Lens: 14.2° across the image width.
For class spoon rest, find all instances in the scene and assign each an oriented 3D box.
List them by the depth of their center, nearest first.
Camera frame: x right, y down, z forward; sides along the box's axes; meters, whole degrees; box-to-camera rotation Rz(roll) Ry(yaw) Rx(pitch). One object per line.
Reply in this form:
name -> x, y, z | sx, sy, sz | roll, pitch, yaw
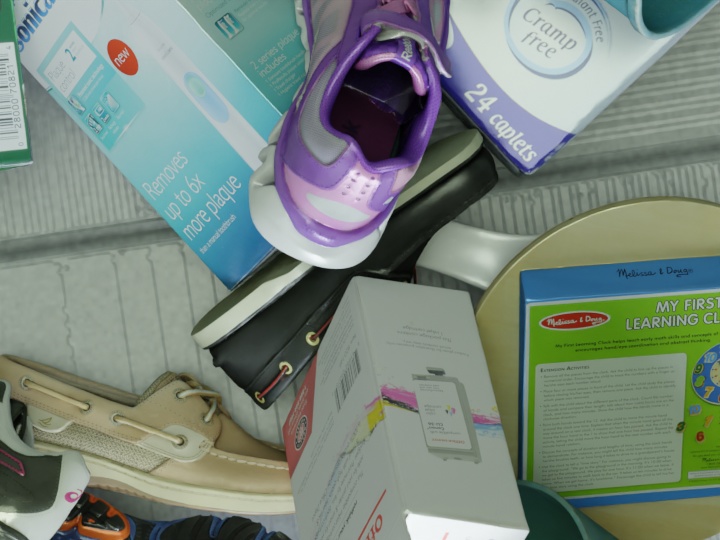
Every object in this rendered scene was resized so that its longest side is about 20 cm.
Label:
spoon rest -> 0.110, 0.009, 1.506 | 0.200, 0.061, 0.099 | 16, 92, 3

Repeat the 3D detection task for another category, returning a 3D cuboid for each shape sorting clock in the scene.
shape sorting clock -> 0.146, 0.054, 1.475 | 0.200, 0.039, 0.200 | -4, 118, -7

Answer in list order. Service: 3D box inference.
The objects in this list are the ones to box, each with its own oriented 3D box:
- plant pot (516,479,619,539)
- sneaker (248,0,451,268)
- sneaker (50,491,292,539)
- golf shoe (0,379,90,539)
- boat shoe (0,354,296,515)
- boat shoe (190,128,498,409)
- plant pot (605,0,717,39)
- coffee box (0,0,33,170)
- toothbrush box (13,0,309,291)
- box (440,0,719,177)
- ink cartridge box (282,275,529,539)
plant pot -> 0.101, 0.229, 1.446 | 0.161, 0.201, 0.201 | 31, 92, -31
sneaker -> 0.009, -0.102, 1.359 | 0.080, 0.088, 0.200 | 19, 62, -13
sneaker -> -0.101, 0.166, 1.512 | 0.200, 0.078, 0.075 | 18, 63, 4
golf shoe -> -0.216, 0.086, 1.488 | 0.088, 0.077, 0.200 | -40, 52, -11
boat shoe -> -0.100, 0.086, 1.509 | 0.200, 0.071, 0.065 | 9, 92, 3
boat shoe -> 0.001, -0.001, 1.480 | 0.201, 0.074, 0.063 | -38, 97, 30
plant pot -> 0.115, -0.242, 1.341 | 0.188, 0.200, 0.200 | 36, 92, 17
coffee box -> -0.222, -0.145, 1.486 | 0.044, 0.123, 0.200 | -8, 90, -33
toothbrush box -> -0.080, -0.111, 1.460 | 0.200, 0.146, 0.085 | 49, 56, 0
box -> 0.093, -0.179, 1.481 | 0.200, 0.105, 0.184 | -44, 90, 2
ink cartridge box -> 0.021, 0.114, 1.400 | 0.067, 0.200, 0.117 | 9, 132, -19
